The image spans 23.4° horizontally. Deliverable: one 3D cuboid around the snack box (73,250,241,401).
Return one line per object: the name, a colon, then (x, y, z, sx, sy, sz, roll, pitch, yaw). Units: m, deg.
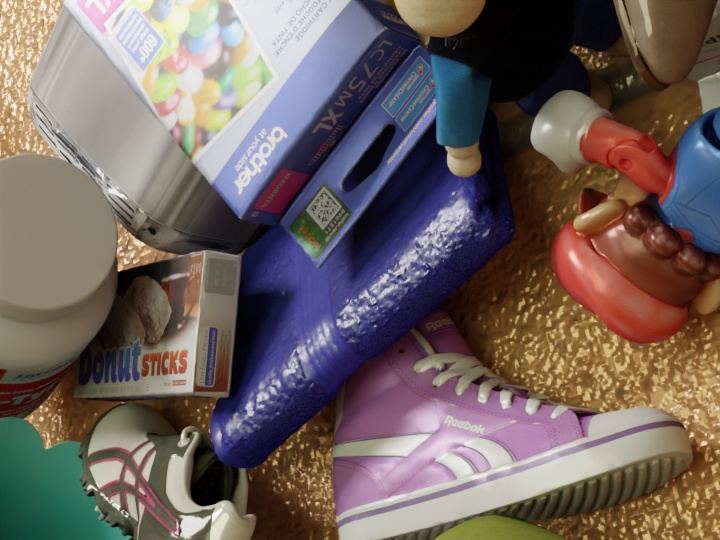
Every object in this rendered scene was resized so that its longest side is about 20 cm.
snack box: (-0.115, 0.034, 0.956, 0.199, 0.024, 0.073, -10, 74, 63)

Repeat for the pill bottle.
pill bottle: (-0.199, 0.013, 0.971, 0.200, 0.111, 0.114, 138, 126, -61)

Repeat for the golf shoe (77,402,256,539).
golf shoe: (-0.094, 0.118, 0.921, 0.088, 0.077, 0.200, -53, 28, 13)

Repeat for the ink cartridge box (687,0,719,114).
ink cartridge box: (0.181, -0.166, 0.801, 0.115, 0.068, 0.203, -18, 72, 31)

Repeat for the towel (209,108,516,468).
towel: (0.000, 0.000, 0.891, 0.200, 0.049, 0.148, -43, 31, 25)

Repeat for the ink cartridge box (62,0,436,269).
ink cartridge box: (-0.053, -0.111, 0.850, 0.120, 0.042, 0.200, -50, 65, 18)

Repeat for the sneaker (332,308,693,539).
sneaker: (0.063, 0.066, 0.848, 0.199, 0.072, 0.116, -16, 70, 33)

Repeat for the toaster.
toaster: (-0.095, -0.096, 0.967, 0.200, 0.113, 0.130, 44, 111, 30)

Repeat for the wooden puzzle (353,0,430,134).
wooden puzzle: (0.039, -0.186, 0.881, 0.200, 0.037, 0.186, -49, 30, 22)

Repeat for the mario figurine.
mario figurine: (0.158, -0.050, 0.779, 0.200, 0.105, 0.124, -43, 70, 45)

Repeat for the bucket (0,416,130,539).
bucket: (-0.206, 0.189, 0.944, 0.207, 0.206, 0.136, 44, 118, 33)

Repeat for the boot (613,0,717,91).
boot: (0.174, -0.182, 0.710, 0.145, 0.070, 0.202, -16, 61, 30)

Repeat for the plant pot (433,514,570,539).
plant pot: (0.093, 0.202, 0.748, 0.188, 0.186, 0.200, -57, 43, 14)

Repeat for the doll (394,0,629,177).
doll: (0.071, -0.106, 0.788, 0.048, 0.199, 0.138, 30, 99, 25)
